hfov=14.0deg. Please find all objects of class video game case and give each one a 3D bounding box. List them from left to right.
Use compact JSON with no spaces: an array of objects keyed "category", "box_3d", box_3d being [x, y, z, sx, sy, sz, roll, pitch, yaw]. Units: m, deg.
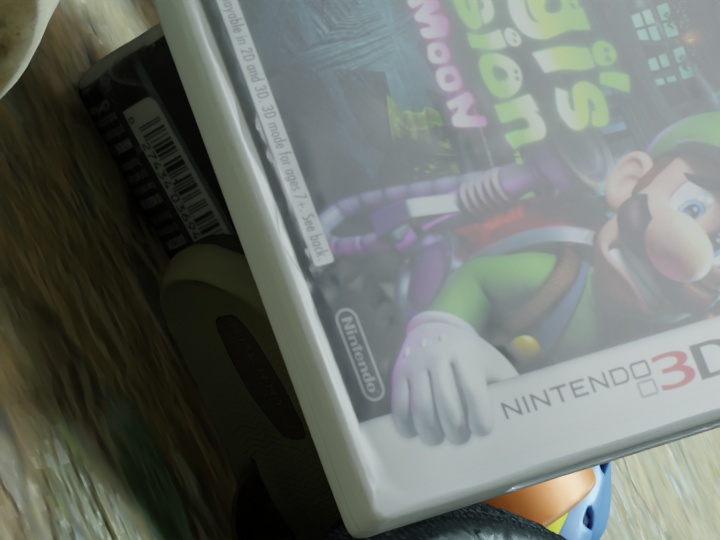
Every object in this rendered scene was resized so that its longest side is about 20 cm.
[{"category":"video game case","box_3d":[0.045,-0.043,0.828,0.181,0.023,0.201,-15,75,-25]}]

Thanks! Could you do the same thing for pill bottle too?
[{"category":"pill bottle","box_3d":[0.000,0.000,0.949,0.201,0.106,0.106,61,19,-4]}]

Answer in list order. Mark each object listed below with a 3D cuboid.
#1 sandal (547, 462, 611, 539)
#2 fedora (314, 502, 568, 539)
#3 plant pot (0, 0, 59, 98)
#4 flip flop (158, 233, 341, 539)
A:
[{"category":"sandal","box_3d":[0.067,0.070,1.079,0.087,0.079,0.200,58,20,-22]},{"category":"fedora","box_3d":[0.029,0.159,0.811,0.200,0.091,0.201,33,37,-29]},{"category":"plant pot","box_3d":[-0.126,-0.135,0.723,0.201,0.200,0.184,49,35,-33]},{"category":"flip flop","box_3d":[-0.008,0.083,0.880,0.058,0.081,0.201,-43,111,-41]}]
